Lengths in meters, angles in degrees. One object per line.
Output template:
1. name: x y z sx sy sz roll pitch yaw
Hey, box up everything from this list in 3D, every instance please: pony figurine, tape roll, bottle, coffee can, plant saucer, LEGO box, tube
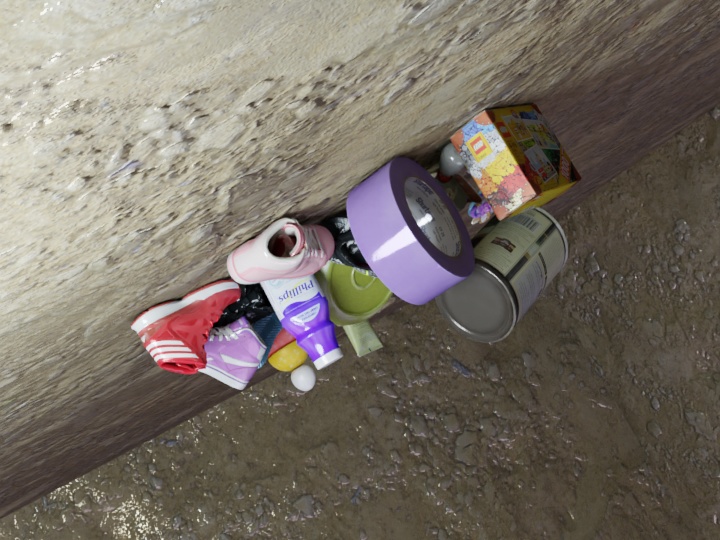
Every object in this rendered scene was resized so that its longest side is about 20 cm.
1. pony figurine: 0.290 -0.165 1.828 0.200 0.167 0.193 -45 180 1
2. tape roll: 0.075 -0.058 1.390 0.085 0.202 0.199 -32 173 27
3. bottle: -0.093 0.056 1.494 0.083 0.202 0.065 -26 172 -8
4. coffee can: 0.228 0.000 1.534 0.200 0.147 0.146 -41 -178 -42
5. plant saucer: 0.000 0.000 1.590 0.198 0.202 0.031 -26 -149 -29
6. LEGO box: 0.246 -0.173 1.490 0.077 0.150 0.199 -35 171 33
7. tube: -0.028 0.070 1.845 0.058 0.202 0.052 -28 171 -10

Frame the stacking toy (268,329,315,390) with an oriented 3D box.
1. stacking toy: -0.151 0.149 1.890 0.145 0.202 0.146 -28 173 -4

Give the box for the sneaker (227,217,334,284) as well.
1. sneaker: -0.090 -0.034 1.385 0.199 0.076 0.104 -17 171 -45

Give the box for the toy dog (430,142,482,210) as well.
1. toy dog: 0.165 -0.141 1.565 0.095 0.134 0.200 -6 179 -8

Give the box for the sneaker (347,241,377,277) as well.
1. sneaker: 0.066 -0.029 1.566 0.197 0.075 0.081 -4 -177 -18

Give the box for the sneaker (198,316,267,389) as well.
1. sneaker: -0.246 0.109 1.580 0.199 0.073 0.115 27 104 -33

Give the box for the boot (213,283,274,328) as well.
1. boot: -0.232 0.091 1.703 0.161 0.074 0.198 -29 169 -4

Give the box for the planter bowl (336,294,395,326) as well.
1. planter bowl: -0.015 0.017 1.718 0.198 0.136 0.200 -24 168 -5

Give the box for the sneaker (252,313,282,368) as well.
1. sneaker: -0.182 0.096 1.791 0.080 0.077 0.201 -10 -140 54

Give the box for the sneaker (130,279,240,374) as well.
1. sneaker: -0.249 0.095 1.475 0.199 0.116 0.078 -24 171 -39

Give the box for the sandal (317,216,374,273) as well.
1. sandal: 0.013 -0.029 1.487 0.048 0.198 0.076 -22 133 -78
